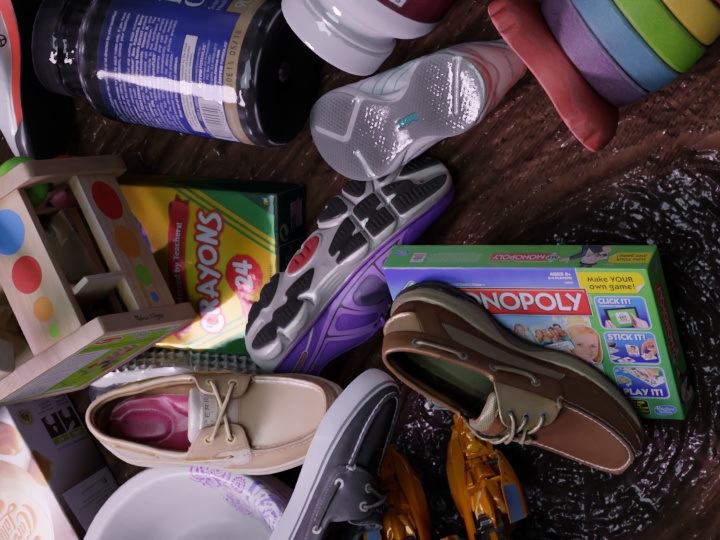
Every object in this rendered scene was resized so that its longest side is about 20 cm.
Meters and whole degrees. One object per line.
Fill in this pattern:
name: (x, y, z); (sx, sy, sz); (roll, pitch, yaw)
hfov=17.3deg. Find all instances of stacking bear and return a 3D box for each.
stacking bear: (0.203, -0.189, 1.565); (0.200, 0.114, 0.122); (-38, 86, 17)

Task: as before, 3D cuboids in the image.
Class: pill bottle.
pill bottle: (0.035, -0.237, 1.637); (0.113, 0.113, 0.200); (46, 117, 11)
pill bottle: (-0.137, -0.159, 1.742); (0.199, 0.112, 0.113); (11, 105, 24)

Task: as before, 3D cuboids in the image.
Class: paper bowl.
paper bowl: (-0.109, 0.245, 1.778); (0.199, 0.104, 0.203); (-4, 79, 23)

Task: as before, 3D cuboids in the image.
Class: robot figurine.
robot figurine: (0.065, 0.202, 1.673); (0.144, 0.058, 0.201); (-18, 52, 3)

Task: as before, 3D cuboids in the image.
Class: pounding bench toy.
pounding bench toy: (-0.247, 0.002, 1.718); (0.124, 0.200, 0.157); (-31, 80, 27)

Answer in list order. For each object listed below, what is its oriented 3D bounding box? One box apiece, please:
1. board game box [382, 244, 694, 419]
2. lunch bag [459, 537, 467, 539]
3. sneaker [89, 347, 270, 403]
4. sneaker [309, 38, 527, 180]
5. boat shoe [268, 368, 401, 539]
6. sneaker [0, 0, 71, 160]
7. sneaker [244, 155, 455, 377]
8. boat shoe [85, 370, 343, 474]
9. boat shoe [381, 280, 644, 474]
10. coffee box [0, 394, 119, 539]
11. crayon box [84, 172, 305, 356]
board game box: (0.125, 0.043, 1.665); (0.198, 0.029, 0.135); (0, 129, 27)
lunch bag: (0.055, 0.311, 1.761); (0.161, 0.082, 0.200); (48, 118, 7)
sneaker: (-0.120, 0.113, 1.821); (0.199, 0.069, 0.100); (2, 108, 31)
sneaker: (0.043, -0.117, 1.687); (0.200, 0.080, 0.071); (-16, 100, 48)
boat shoe: (-0.013, 0.170, 1.661); (0.066, 0.070, 0.201); (26, 84, 29)
sneaker: (-0.297, -0.168, 1.849); (0.107, 0.067, 0.203); (-13, 91, 29)
sneaker: (0.000, 0.000, 1.732); (0.200, 0.083, 0.081); (-47, 35, 12)
boat shoe: (-0.108, 0.109, 1.709); (0.198, 0.069, 0.074); (-8, 74, 23)
boat shoe: (0.099, 0.089, 1.645); (0.199, 0.074, 0.076); (29, 136, 1)
coffee box: (-0.256, 0.199, 1.895); (0.114, 0.080, 0.201); (-33, 85, 29)
crayon box: (-0.138, -0.006, 1.809); (0.198, 0.051, 0.128); (4, 103, 27)
